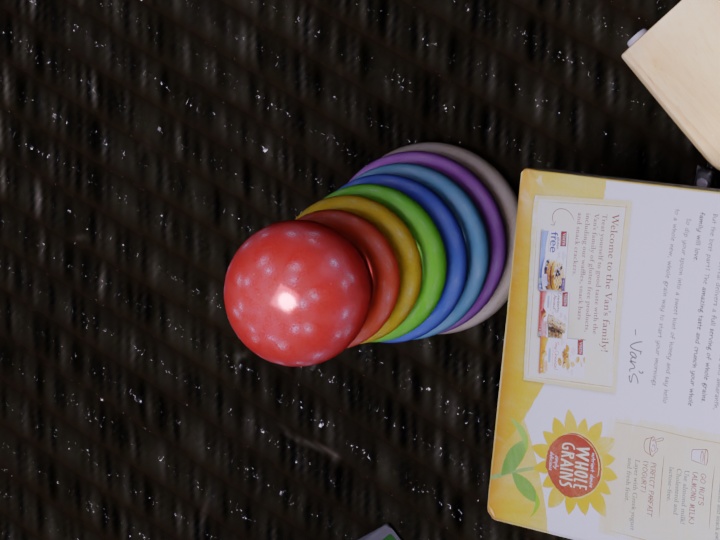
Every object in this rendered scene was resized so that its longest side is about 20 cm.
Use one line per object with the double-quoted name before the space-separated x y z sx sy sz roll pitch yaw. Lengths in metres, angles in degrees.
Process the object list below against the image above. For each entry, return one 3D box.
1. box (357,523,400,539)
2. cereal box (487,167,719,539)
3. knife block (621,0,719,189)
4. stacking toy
"box" -0.063 0.212 0.905 0.176 0.200 0.097 -34 86 23
"cereal box" 0.143 0.042 0.793 0.200 0.040 0.144 10 96 38
"knife block" 0.198 -0.054 0.835 0.200 0.064 0.176 -43 83 21
"stacking toy" 0.000 0.000 0.845 0.085 0.200 0.086 4 100 21
